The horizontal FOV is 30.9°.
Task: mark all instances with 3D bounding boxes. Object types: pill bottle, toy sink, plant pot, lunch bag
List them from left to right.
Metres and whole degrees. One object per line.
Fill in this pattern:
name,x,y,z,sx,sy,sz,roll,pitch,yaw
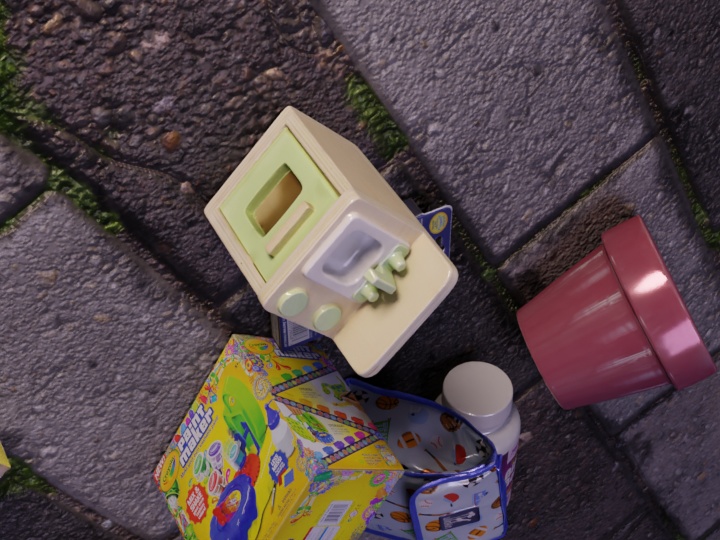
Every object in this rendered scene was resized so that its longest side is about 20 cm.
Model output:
toy sink,-0.031,-0.026,1.146,0.131,0.201,0.112,-48,140,15
lunch bag,0.065,0.229,1.452,0.171,0.198,0.125,77,30,-51
pill bottle,0.135,0.206,1.565,0.111,0.113,0.201,-20,138,-20
plant pot,0.285,0.064,1.495,0.178,0.202,0.200,-27,142,12

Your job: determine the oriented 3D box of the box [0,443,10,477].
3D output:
box,-0.407,0.151,1.153,0.075,0.050,0.200,-43,140,7

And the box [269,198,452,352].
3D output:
box,0.000,0.000,1.326,0.198,0.033,0.122,-20,138,-19

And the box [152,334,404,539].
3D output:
box,-0.089,0.207,1.333,0.121,0.193,0.201,9,122,-42
